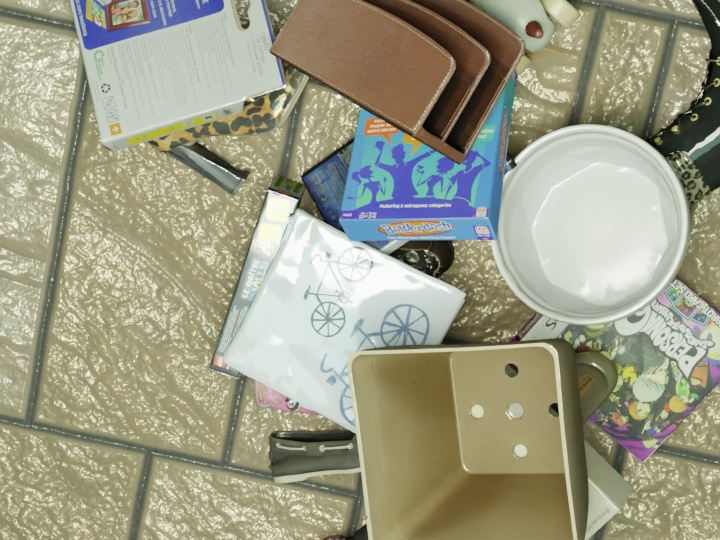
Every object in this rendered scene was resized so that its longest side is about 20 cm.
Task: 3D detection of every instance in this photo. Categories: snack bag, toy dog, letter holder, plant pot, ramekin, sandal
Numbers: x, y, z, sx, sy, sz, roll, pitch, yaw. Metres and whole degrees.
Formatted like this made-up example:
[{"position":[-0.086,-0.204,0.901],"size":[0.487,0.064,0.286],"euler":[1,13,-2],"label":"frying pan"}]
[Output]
[{"position":[-0.021,0.061,1.322],"size":[0.200,0.021,0.189],"euler":[26,101,-3],"label":"snack bag"},{"position":[0.128,-0.281,1.315],"size":[0.200,0.096,0.132],"euler":[20,101,-3],"label":"toy dog"},{"position":[0.038,-0.217,1.249],"size":[0.200,0.101,0.142],"euler":[34,97,33],"label":"letter holder"},{"position":[0.124,0.155,1.234],"size":[0.199,0.177,0.200],"euler":[-4,96,25],"label":"plant pot"},{"position":[0.240,-0.044,1.330],"size":[0.200,0.105,0.201],"euler":[-1,87,20],"label":"ramekin"},{"position":[0.206,0.168,1.405],"size":[0.080,0.054,0.200],"euler":[33,124,-2],"label":"sandal"}]

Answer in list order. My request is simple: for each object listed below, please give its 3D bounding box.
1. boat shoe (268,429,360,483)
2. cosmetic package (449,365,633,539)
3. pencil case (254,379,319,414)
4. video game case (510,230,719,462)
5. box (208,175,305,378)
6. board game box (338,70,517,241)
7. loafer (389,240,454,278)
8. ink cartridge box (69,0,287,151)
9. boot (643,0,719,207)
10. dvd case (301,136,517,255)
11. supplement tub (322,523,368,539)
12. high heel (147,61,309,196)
[{"position":[-0.018,0.189,1.409],"size":[0.200,0.067,0.057],"euler":[-15,88,28],"label":"boat shoe"},{"position":[0.173,0.198,1.358],"size":[0.200,0.073,0.104],"euler":[44,112,11],"label":"cosmetic package"},{"position":[-0.018,0.117,1.394],"size":[0.200,0.083,0.087],"euler":[3,98,12],"label":"pencil case"},{"position":[0.293,0.081,1.416],"size":[0.200,0.036,0.181],"euler":[40,102,-6],"label":"video game case"},{"position":[-0.109,0.005,1.374],"size":[0.035,0.110,0.200],"euler":[19,102,-2],"label":"box"},{"position":[0.070,-0.125,1.298],"size":[0.152,0.045,0.200],"euler":[-1,60,18],"label":"board game box"},{"position":[0.000,0.000,1.366],"size":[0.200,0.071,0.073],"euler":[-19,98,7],"label":"loafer"},{"position":[-0.189,-0.245,1.331],"size":[0.200,0.047,0.198],"euler":[-15,80,4],"label":"ink cartridge box"},{"position":[0.356,-0.179,1.343],"size":[0.154,0.073,0.204],"euler":[-32,98,11],"label":"boot"},{"position":[0.046,-0.103,1.349],"size":[0.200,0.018,0.143],"euler":[-35,56,9],"label":"dvd case"},{"position":[-0.041,0.370,1.449],"size":[0.200,0.107,0.107],"euler":[-41,98,9],"label":"supplement tub"},{"position":[-0.141,-0.192,1.354],"size":[0.142,0.071,0.200],"euler":[33,106,-7],"label":"high heel"}]
